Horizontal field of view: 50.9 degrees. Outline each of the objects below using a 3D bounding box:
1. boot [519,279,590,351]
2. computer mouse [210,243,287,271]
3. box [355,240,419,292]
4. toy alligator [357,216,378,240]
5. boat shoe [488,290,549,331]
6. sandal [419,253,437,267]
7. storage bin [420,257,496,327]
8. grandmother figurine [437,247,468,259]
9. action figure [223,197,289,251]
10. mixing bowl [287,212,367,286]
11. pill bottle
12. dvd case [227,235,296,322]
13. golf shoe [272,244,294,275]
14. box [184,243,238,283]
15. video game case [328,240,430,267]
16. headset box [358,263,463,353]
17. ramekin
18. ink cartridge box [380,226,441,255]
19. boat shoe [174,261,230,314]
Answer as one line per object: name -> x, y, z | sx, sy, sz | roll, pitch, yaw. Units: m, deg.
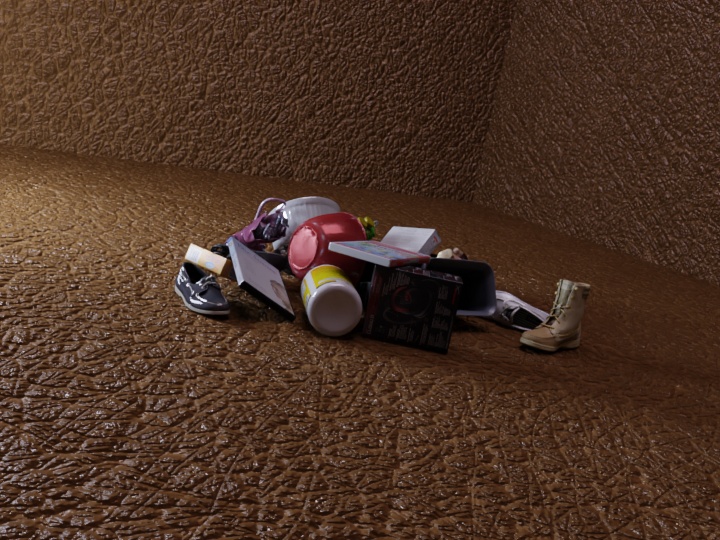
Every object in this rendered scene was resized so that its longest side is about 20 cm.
boot -> 0.436, 0.097, 1.680 | 0.199, 0.157, 0.073 | 0, 16, -40
computer mouse -> -0.265, -0.013, 1.759 | 0.199, 0.053, 0.138 | 7, -17, -28
box -> 0.000, 0.000, 1.820 | 0.196, 0.118, 0.199 | 0, 16, -42
toy alligator -> 0.013, -0.095, 1.873 | 0.054, 0.059, 0.200 | 57, 23, 10
boat shoe -> 0.363, 0.098, 1.800 | 0.199, 0.074, 0.067 | 16, 10, 17
sandal -> 0.198, -0.012, 1.966 | 0.075, 0.048, 0.200 | 6, 14, -23
storage bin -> 0.193, 0.059, 1.733 | 0.199, 0.147, 0.134 | 3, -13, -30
grandmother figurine -> 0.264, -0.003, 1.907 | 0.060, 0.122, 0.200 | -26, -28, 27
action figure -> -0.280, -0.087, 1.881 | 0.133, 0.150, 0.199 | 11, -23, -43
mixing bowl -> -0.090, -0.042, 1.693 | 0.108, 0.202, 0.199 | 11, 8, -46
pill bottle -> -0.063, 0.054, 1.539 | 0.108, 0.110, 0.200 | 9, 13, -12
dvd case -> -0.204, 0.015, 1.552 | 0.142, 0.018, 0.200 | 38, 12, -31
golf shoe -> -0.158, -0.021, 1.916 | 0.088, 0.078, 0.199 | -4, -5, 43
box -> -0.267, 0.005, 1.626 | 0.119, 0.042, 0.200 | 21, -7, 36
video game case -> 0.043, -0.036, 1.565 | 0.142, 0.018, 0.200 | 17, 11, 26
headset box -> 0.093, 0.068, 1.520 | 0.198, 0.150, 0.075 | 11, 11, 2
ramekin -> -0.142, -0.100, 1.980 | 0.199, 0.098, 0.201 | -10, -24, -4
ink cartridge box -> 0.097, -0.032, 1.990 | 0.162, 0.200, 0.050 | 7, -38, 48
boat shoe -> -0.316, 0.035, 1.501 | 0.072, 0.063, 0.200 | 1, 16, -35
